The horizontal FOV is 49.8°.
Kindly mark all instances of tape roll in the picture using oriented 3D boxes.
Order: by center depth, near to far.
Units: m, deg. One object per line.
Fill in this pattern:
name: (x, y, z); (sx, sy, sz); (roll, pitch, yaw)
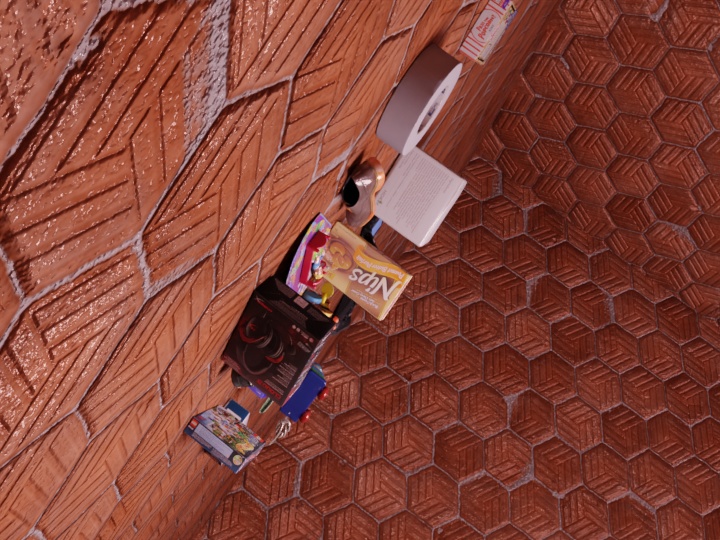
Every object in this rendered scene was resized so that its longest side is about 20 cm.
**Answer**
tape roll: (0.110, -0.319, 1.457); (0.202, 0.066, 0.200); (-55, 175, -7)

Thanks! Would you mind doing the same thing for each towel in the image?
towel: (-0.168, 0.261, 1.877); (0.154, 0.023, 0.200); (-54, 175, 11)

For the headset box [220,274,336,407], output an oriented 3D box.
headset box: (-0.154, 0.136, 1.403); (0.202, 0.148, 0.075); (-58, 172, 33)

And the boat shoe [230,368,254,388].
boat shoe: (-0.216, 0.177, 1.579); (0.202, 0.062, 0.075); (-75, 156, -72)

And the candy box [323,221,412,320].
candy box: (0.000, 0.000, 1.664); (0.116, 0.199, 0.055); (-54, 174, 7)

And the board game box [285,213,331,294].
board game box: (-0.083, -0.019, 1.479); (0.200, 0.038, 0.161); (47, 67, -80)

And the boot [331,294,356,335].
boot: (-0.040, 0.119, 2.759); (0.202, 0.065, 0.165); (-63, 173, 26)

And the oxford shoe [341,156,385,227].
oxford shoe: (-0.011, -0.143, 1.514); (0.072, 0.072, 0.201); (-30, 159, -25)

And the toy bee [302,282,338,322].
toy bee: (-0.102, 0.107, 1.836); (0.201, 0.107, 0.133); (-57, 170, -57)

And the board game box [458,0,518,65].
board game box: (0.298, -0.554, 1.785); (0.153, 0.046, 0.200); (-57, 174, 17)

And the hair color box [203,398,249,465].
hair color box: (-0.325, 0.392, 1.870); (0.100, 0.060, 0.201); (-52, 173, -29)

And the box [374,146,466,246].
box: (0.147, -0.190, 1.960); (0.202, 0.170, 0.199); (-55, 175, 9)

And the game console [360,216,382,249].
game console: (0.055, -0.071, 2.160); (0.177, 0.116, 0.200); (-53, 174, -20)

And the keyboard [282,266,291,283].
keyboard: (-0.140, 0.042, 1.539); (0.202, 0.039, 0.104); (-58, 175, 14)

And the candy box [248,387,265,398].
candy box: (-0.196, 0.207, 1.826); (0.170, 0.077, 0.200); (-53, 176, -5)

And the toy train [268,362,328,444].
toy train: (-0.157, 0.313, 1.846); (0.201, 0.084, 0.116); (-52, -173, 9)

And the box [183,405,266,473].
box: (-0.279, 0.349, 1.625); (0.038, 0.136, 0.200); (-54, 175, 0)
